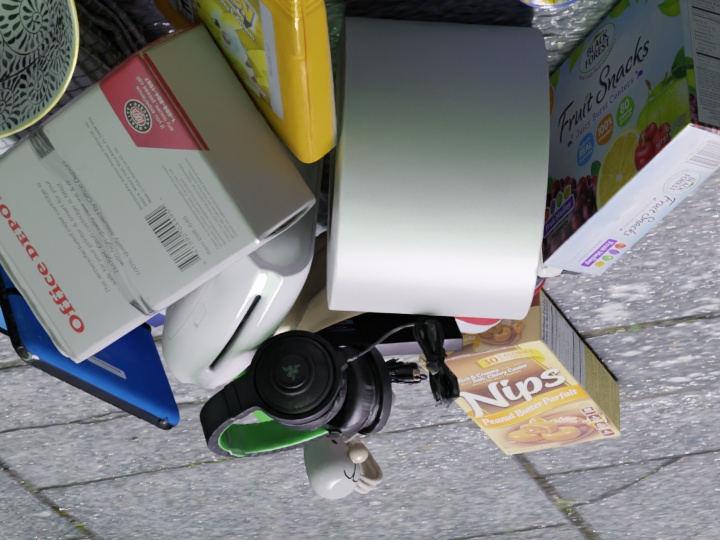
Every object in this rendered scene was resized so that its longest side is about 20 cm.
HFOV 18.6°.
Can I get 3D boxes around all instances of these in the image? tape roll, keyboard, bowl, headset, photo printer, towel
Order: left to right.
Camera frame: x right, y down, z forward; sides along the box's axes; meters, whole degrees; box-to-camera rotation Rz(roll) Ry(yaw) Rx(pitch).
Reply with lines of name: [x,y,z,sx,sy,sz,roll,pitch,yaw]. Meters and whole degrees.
bowl: [-0.262,-0.190,1.396,0.199,0.094,0.202,7,128,9]
towel: [-0.221,-0.123,1.553,0.165,0.086,0.200,-15,145,24]
photo printer: [-0.084,-0.025,1.580,0.069,0.201,0.167,19,139,-17]
headset: [-0.020,0.092,1.541,0.199,0.095,0.123,-32,155,28]
keyboard: [-0.020,0.059,1.667,0.198,0.127,0.021,-4,117,-8]
tape roll: [0.049,-0.070,1.512,0.138,0.204,0.203,2,151,-3]

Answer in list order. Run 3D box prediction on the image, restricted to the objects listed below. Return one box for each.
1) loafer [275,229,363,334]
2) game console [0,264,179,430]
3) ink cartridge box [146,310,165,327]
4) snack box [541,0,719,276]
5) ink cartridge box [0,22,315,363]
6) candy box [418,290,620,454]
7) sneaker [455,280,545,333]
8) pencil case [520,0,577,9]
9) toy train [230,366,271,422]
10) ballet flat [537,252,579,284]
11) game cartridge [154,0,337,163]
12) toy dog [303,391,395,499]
loafer: [0.000,0.000,1.653,0.067,0.200,0.076,39,149,13]
game console: [-0.270,0.066,1.836,0.118,0.171,0.200,-38,141,18]
ink cartridge box: [-0.159,-0.009,1.794,0.199,0.042,0.119,-20,144,35]
snack box: [0.187,-0.105,1.502,0.053,0.143,0.200,13,148,-21]
ink cartridge box: [-0.149,-0.048,1.451,0.199,0.085,0.146,-31,94,36]
candy box: [0.143,0.093,1.940,0.115,0.056,0.200,-12,148,23]
sneaker: [0.055,-0.004,1.758,0.199,0.072,0.112,10,154,-30]
pencil case: [0.112,-0.243,1.326,0.086,0.078,0.200,-26,152,-12]
toy train: [-0.112,0.047,1.746,0.056,0.042,0.200,-8,125,53]
ballet flat: [0.140,-0.024,1.668,0.073,0.074,0.200,-18,177,31]
game cartridge: [-0.082,-0.181,1.373,0.032,0.176,0.200,-36,154,-15]
toy dog: [-0.020,0.084,1.830,0.096,0.201,0.132,-35,163,23]
